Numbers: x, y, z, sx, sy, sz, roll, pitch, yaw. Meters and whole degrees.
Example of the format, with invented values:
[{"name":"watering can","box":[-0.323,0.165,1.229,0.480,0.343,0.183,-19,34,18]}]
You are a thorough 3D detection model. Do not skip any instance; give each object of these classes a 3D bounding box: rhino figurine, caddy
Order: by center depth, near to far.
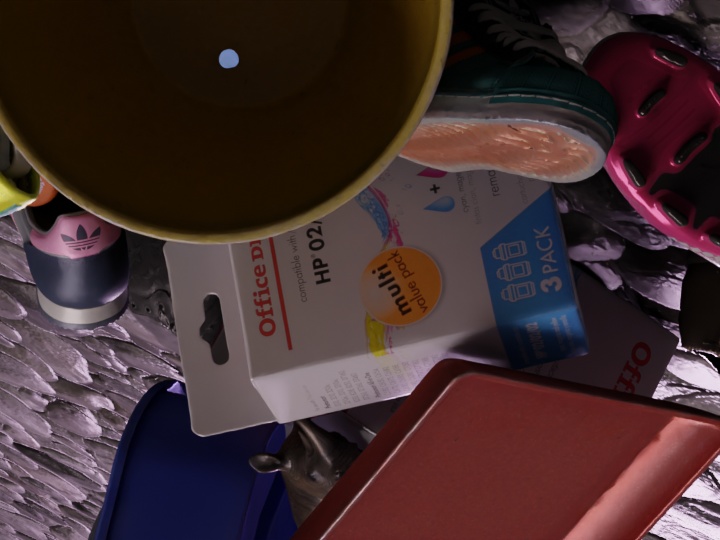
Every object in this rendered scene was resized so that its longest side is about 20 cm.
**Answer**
[{"name":"rhino figurine","box":[-0.002,0.128,1.410,0.087,0.060,0.200,28,161,35]},{"name":"caddy","box":[-0.100,0.159,1.443,0.105,0.200,0.141,7,159,16]}]

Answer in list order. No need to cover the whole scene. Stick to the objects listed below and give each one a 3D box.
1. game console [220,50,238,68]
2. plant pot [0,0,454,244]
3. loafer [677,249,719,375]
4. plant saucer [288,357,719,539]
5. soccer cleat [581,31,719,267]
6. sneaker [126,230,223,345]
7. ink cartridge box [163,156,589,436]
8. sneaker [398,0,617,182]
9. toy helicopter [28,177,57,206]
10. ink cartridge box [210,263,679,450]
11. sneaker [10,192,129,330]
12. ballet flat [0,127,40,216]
[{"name":"game console","box":[-0.067,-0.095,1.314,0.177,0.031,0.200,33,139,-12]},{"name":"plant pot","box":[-0.057,-0.117,1.149,0.200,0.200,0.142,28,-173,0]},{"name":"loafer","box":[0.216,0.061,1.361,0.073,0.071,0.200,5,151,50]},{"name":"plant saucer","box":[0.059,0.119,1.329,0.200,0.200,0.037,13,-144,-40]},{"name":"soccer cleat","box":[0.166,-0.032,1.198,0.200,0.070,0.086,41,179,-14]},{"name":"sneaker","box":[-0.092,0.018,1.561,0.104,0.200,0.060,-10,179,42]},{"name":"ink cartridge box","box":[0.000,0.000,1.291,0.200,0.115,0.068,-13,157,5]},{"name":"sneaker","box":[0.056,-0.087,1.156,0.071,0.080,0.200,24,174,-24]},{"name":"toy helicopter","box":[-0.124,-0.105,1.394,0.132,0.079,0.200,18,142,5]},{"name":"ink cartridge box","box":[0.041,0.052,1.474,0.200,0.145,0.145,35,161,-15]},{"name":"sneaker","box":[-0.175,-0.058,1.541,0.200,0.070,0.082,-120,22,-44]},{"name":"ballet flat","box":[-0.175,-0.123,1.291,0.067,0.200,0.067,0,178,37]}]
